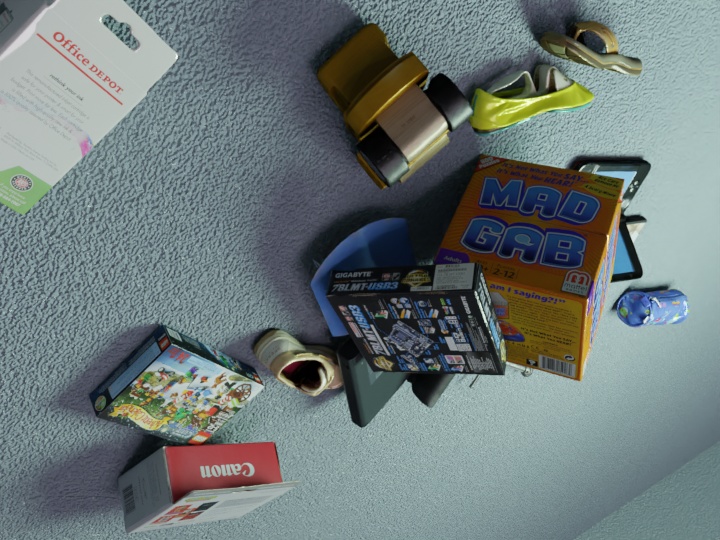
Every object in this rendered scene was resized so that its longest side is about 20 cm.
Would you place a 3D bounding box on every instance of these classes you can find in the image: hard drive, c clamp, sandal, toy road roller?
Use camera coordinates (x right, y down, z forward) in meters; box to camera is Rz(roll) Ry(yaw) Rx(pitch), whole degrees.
[{"bbox_3d":[0.028,0.145,1.190,0.140,0.033,0.201,-45,148,-27],"label":"hard drive"},{"bbox_3d":[0.314,0.169,1.502,0.199,0.027,0.172,14,113,-45],"label":"c clamp"},{"bbox_3d":[0.302,-0.291,0.974,0.199,0.080,0.055,-3,115,-40],"label":"sandal"},{"bbox_3d":[0.030,-0.183,0.840,0.123,0.146,0.200,-40,-179,2],"label":"toy road roller"}]

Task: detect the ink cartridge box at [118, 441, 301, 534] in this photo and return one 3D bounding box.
[{"bbox_3d":[-0.215,0.304,1.094,0.199,0.085,0.175,10,144,-46],"label":"ink cartridge box"}]

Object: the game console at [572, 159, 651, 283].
[{"bbox_3d":[0.416,-0.082,1.246,0.198,0.119,0.173,-6,133,-37],"label":"game console"}]

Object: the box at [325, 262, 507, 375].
[{"bbox_3d":[0.079,0.070,0.996,0.196,0.050,0.201,-1,142,24],"label":"box"}]

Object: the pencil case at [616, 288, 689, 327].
[{"bbox_3d":[0.639,0.080,1.634,0.199,0.079,0.087,0,151,-42],"label":"pencil case"}]

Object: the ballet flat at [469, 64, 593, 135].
[{"bbox_3d":[0.227,-0.231,0.984,0.198,0.067,0.068,-19,118,-22],"label":"ballet flat"}]

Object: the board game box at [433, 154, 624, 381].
[{"bbox_3d":[0.235,-0.005,1.042,0.201,0.198,0.201,-63,154,-29],"label":"board game box"}]

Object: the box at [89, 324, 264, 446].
[{"bbox_3d":[-0.239,0.162,1.010,0.137,0.038,0.200,-44,143,6],"label":"box"}]

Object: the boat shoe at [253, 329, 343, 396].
[{"bbox_3d":[-0.077,0.150,1.108,0.074,0.069,0.199,-47,143,11],"label":"boat shoe"}]

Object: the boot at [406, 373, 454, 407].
[{"bbox_3d":[0.160,0.145,1.237,0.065,0.165,0.200,33,107,-23],"label":"boot"}]

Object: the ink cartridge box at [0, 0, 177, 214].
[{"bbox_3d":[-0.266,-0.158,0.631,0.200,0.067,0.117,-42,143,5],"label":"ink cartridge box"}]

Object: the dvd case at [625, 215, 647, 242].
[{"bbox_3d":[0.433,-0.033,1.394,0.198,0.018,0.144,-8,134,-34],"label":"dvd case"}]

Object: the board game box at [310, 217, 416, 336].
[{"bbox_3d":[0.000,0.000,1.047,0.157,0.039,0.201,-36,145,-12],"label":"board game box"}]
